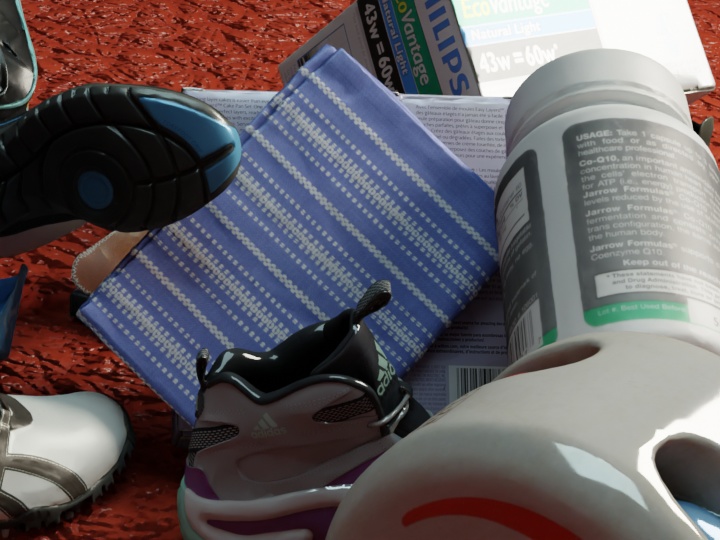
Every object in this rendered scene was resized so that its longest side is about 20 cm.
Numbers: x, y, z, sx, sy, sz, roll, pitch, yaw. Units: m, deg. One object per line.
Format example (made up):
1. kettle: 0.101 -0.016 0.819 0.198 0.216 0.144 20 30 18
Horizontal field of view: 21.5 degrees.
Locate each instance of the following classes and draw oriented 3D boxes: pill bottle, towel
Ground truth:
1. pill bottle: 0.121 -0.005 0.895 0.112 0.114 0.201 3 47 -4
2. towel: -0.026 -0.001 0.949 0.145 0.200 0.024 43 -16 1

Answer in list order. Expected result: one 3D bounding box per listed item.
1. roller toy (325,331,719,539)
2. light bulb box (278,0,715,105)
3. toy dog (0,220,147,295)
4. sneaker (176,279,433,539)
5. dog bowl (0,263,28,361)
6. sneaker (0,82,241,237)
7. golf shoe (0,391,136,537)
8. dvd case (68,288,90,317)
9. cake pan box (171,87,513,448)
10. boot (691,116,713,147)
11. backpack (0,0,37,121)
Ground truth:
1. roller toy: 0.080 0.125 0.695 0.199 0.184 0.139 20 28 30
2. light bulb box: 0.086 -0.127 1.238 0.197 0.126 0.200 -12 -10 -34
3. toy dog: -0.165 -0.022 1.091 0.198 0.097 0.132 12 16 24
4. sneaker: 0.018 0.070 0.862 0.198 0.141 0.078 1 23 -8
5. dog bowl: -0.230 0.016 0.945 0.110 0.050 0.200 -1 -9 -1
6. sneaker: -0.141 -0.059 0.950 0.198 0.074 0.082 -5 15 27
7. golf shoe: -0.188 0.073 0.874 0.199 0.095 0.077 -13 28 -40
8. dvd case: -0.066 0.005 1.154 0.141 0.018 0.200 15 24 20
9. cake pan box: 0.000 0.000 0.986 0.198 0.186 0.052 0 -13 -9
10. boot: 0.130 -0.053 1.176 0.199 0.140 0.077 18 26 30
11. backpack: -0.313 -0.161 1.260 0.174 0.153 0.202 -6 70 -20
